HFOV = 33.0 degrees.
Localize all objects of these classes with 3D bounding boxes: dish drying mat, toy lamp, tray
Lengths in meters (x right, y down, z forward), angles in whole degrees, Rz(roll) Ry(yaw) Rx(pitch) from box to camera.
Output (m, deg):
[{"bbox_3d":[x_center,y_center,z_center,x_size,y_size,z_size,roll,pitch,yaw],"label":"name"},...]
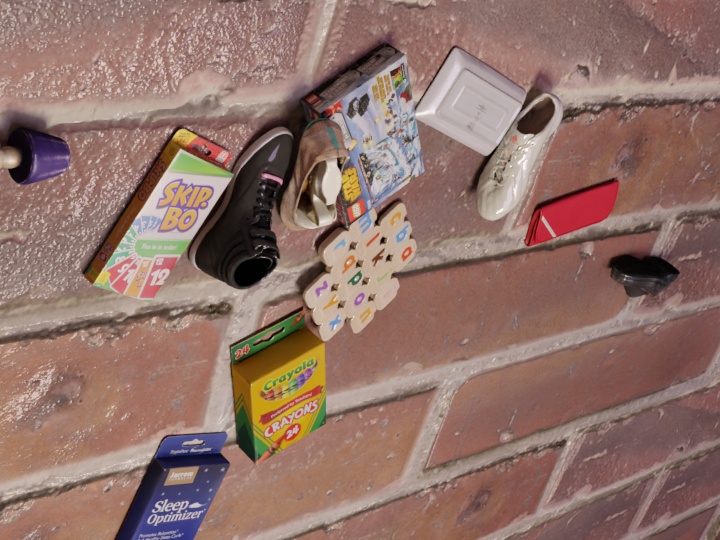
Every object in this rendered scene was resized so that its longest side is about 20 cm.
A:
[{"bbox_3d":[0.347,-0.092,1.967,0.200,0.018,0.077,-18,133,-37],"label":"dish drying mat"},{"bbox_3d":[-0.367,-0.107,1.138,0.200,0.058,0.058,-5,125,-46],"label":"toy lamp"},{"bbox_3d":[0.156,-0.221,1.639,0.200,0.022,0.107,18,108,-53],"label":"tray"}]

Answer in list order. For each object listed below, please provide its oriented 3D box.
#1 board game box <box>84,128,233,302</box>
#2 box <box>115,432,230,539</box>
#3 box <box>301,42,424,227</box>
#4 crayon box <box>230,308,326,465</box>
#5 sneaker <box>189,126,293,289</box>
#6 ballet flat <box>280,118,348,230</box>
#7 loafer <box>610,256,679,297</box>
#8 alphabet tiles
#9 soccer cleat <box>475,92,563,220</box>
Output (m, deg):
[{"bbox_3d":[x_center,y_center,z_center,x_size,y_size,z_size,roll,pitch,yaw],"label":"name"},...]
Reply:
[{"bbox_3d":[-0.221,-0.060,1.369,0.096,0.030,0.200,23,101,-54],"label":"board game box"},{"bbox_3d":[-0.255,0.313,1.662,0.121,0.032,0.200,5,117,-49],"label":"box"},{"bbox_3d":[0.007,-0.165,1.510,0.137,0.040,0.200,-37,142,-20],"label":"box"},{"bbox_3d":[-0.111,0.161,1.666,0.127,0.051,0.200,-28,139,-28],"label":"crayon box"},{"bbox_3d":[-0.115,-0.065,1.416,0.071,0.099,0.200,21,104,-51],"label":"sneaker"},{"bbox_3d":[-0.053,-0.093,1.449,0.068,0.067,0.200,-19,150,-21],"label":"ballet flat"},{"bbox_3d":[0.509,0.021,2.203,0.200,0.073,0.072,3,123,-48],"label":"loafer"},{"bbox_3d":[0.000,0.000,1.665,0.196,0.015,0.200,-44,145,-18],"label":"alphabet tiles"},{"bbox_3d":[0.220,-0.165,1.715,0.200,0.069,0.078,-59,163,-1],"label":"soccer cleat"}]
